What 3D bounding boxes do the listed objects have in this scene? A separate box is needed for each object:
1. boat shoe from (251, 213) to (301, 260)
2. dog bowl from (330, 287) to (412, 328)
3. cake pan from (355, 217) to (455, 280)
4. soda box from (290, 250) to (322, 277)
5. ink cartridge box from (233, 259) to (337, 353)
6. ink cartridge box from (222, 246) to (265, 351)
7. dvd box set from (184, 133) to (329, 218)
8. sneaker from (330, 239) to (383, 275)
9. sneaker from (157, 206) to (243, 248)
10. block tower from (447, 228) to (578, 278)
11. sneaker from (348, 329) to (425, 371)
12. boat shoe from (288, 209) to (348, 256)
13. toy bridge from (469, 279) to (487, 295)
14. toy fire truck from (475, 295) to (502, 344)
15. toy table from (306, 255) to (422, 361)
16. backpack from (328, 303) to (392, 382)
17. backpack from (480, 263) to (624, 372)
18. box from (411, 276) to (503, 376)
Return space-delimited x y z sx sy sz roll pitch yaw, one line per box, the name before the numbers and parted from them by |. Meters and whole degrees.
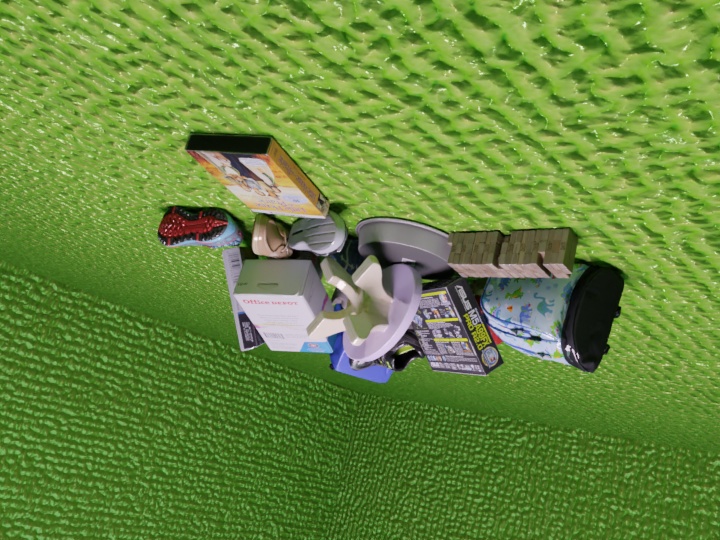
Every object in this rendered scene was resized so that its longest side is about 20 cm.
boat shoe | -0.152 -0.057 1.184 0.063 0.073 0.200 7 173 7
dog bowl | 0.033 0.066 1.329 0.195 0.060 0.200 11 -174 -1
cake pan | 0.082 -0.031 1.091 0.196 0.037 0.201 14 164 4
soda box | -0.124 0.007 1.374 0.067 0.065 0.200 14 164 4
ink cartridge box | -0.136 0.070 1.228 0.141 0.086 0.201 1 144 18
ink cartridge box | -0.224 0.052 1.338 0.046 0.202 0.200 -12 -179 8
dvd box set | -0.148 -0.137 0.959 0.143 0.030 0.200 8 162 24
sneaker | 0.000 0.000 1.214 0.084 0.079 0.199 6 162 43
sneaker | -0.316 -0.070 1.265 0.196 0.081 0.095 6 164 32
block tower | 0.221 -0.023 0.950 0.197 0.059 0.054 2 160 43
sneaker | 0.056 0.175 1.359 0.196 0.084 0.071 -19 127 26
boat shoe | -0.059 -0.062 1.090 0.070 0.074 0.199 12 178 -25
toy bridge | 0.186 0.095 1.217 0.066 0.027 0.203 -1 131 -22
toy fire truck | 0.213 0.119 1.312 0.197 0.049 0.142 -24 138 -4
toy table | 0.002 0.063 1.080 0.116 0.202 0.184 19 -159 -38
backpack | 0.013 0.140 1.512 0.160 0.170 0.201 23 -160 -23
backpack | 0.289 0.060 1.022 0.152 0.166 0.199 31 167 -22
box | 0.153 0.099 1.127 0.044 0.163 0.199 -26 -177 -21
